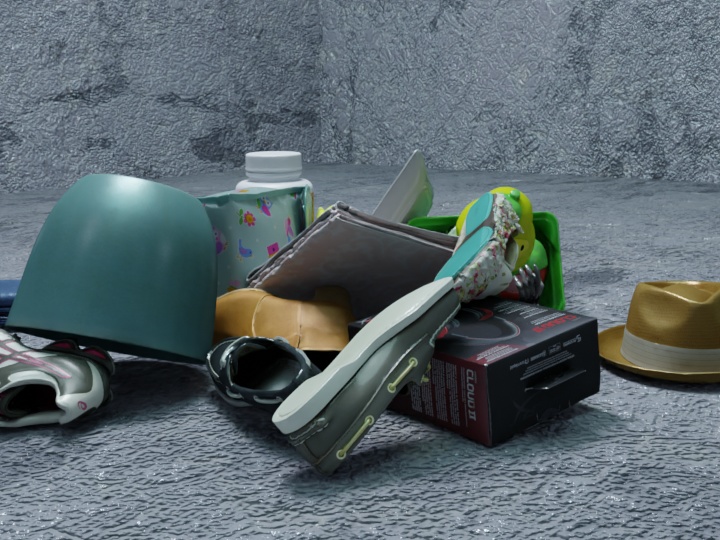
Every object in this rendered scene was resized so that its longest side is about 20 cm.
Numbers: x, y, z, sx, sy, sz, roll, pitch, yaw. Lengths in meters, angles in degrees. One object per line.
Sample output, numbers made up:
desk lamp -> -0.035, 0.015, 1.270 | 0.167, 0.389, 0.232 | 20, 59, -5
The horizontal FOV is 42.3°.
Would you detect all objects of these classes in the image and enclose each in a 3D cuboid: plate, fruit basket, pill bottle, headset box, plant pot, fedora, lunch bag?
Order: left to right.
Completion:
plant pot -> -0.233, -0.002, 0.929 | 0.200, 0.162, 0.201 | 10, -11, 2
lunch bag -> -0.117, -0.017, 1.136 | 0.122, 0.171, 0.200 | -3, 5, 37
pill bottle -> -0.119, -0.064, 1.302 | 0.109, 0.201, 0.109 | -1, 11, 0
plate -> 0.036, -0.042, 1.174 | 0.032, 0.200, 0.200 | 34, -1, 10
headset box -> 0.108, 0.081, 0.841 | 0.148, 0.075, 0.200 | -16, 18, -36
fruit basket -> 0.157, -0.014, 1.135 | 0.215, 0.156, 0.216 | -4, -4, 0
fedora -> 0.335, 0.054, 0.966 | 0.200, 0.082, 0.201 | -2, 11, 0

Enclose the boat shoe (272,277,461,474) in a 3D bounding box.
boat shoe -> 0.017, 0.078, 0.744 | 0.202, 0.060, 0.072 | -40, 8, -32

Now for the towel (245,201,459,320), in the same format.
towel -> 0.000, 0.000, 1.014 | 0.191, 0.032, 0.200 | 16, -33, -31

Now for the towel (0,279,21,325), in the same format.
towel -> -0.483, 0.043, 1.187 | 0.199, 0.049, 0.112 | -2, 11, -2

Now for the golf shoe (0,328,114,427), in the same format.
golf shoe -> -0.324, 0.097, 0.831 | 0.199, 0.077, 0.088 | 0, 18, 9

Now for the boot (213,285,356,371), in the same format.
boot -> -0.101, 0.075, 0.952 | 0.200, 0.071, 0.144 | -13, 24, 9

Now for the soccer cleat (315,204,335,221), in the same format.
soccer cleat -> -0.037, -0.049, 1.164 | 0.065, 0.084, 0.200 | -33, -13, -4

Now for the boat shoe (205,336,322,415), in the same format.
boat shoe -> -0.088, 0.087, 0.826 | 0.200, 0.060, 0.076 | 10, 56, 51

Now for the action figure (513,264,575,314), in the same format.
action figure -> 0.151, 0.043, 0.998 | 0.119, 0.102, 0.200 | -12, 18, -28

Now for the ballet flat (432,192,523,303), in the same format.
ballet flat -> 0.126, -0.015, 0.914 | 0.076, 0.064, 0.200 | -38, 11, 35
